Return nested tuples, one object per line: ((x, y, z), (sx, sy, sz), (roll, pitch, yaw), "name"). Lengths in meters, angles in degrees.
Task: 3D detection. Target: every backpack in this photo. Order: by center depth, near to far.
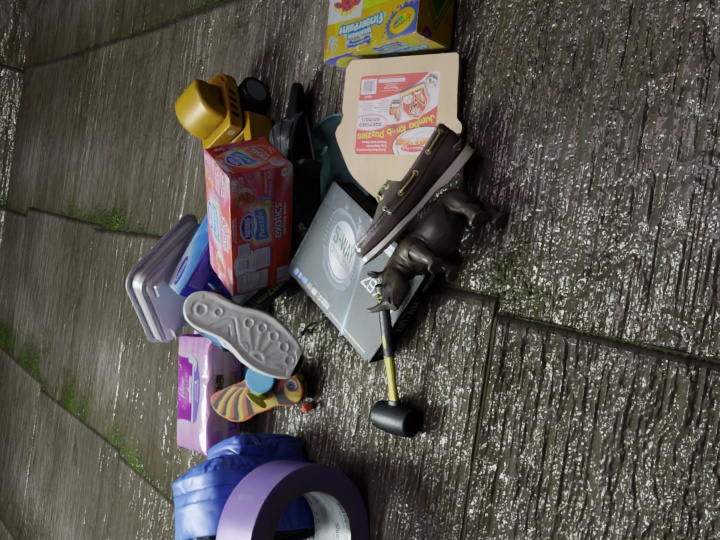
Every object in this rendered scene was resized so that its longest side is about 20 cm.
((-0.181, 0.335, 1.044), (0.162, 0.198, 0.170), (-36, 59, 41), "backpack")

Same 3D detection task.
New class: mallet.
((0.031, 0.118, 0.912), (0.065, 0.041, 0.203), (-6, 97, 47), "mallet")

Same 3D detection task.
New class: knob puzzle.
((0.054, -0.188, 0.956), (0.217, 0.030, 0.224), (-1, 89, 31), "knob puzzle")

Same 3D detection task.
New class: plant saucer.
((-0.036, -0.136, 1.067), (0.199, 0.036, 0.203), (-10, 77, 49), "plant saucer")

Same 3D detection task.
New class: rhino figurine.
((0.079, -0.020, 0.848), (0.200, 0.060, 0.087), (-46, 42, -4), "rhino figurine")

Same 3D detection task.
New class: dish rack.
((-0.300, 0.023, 1.161), (0.043, 0.172, 0.201), (26, 147, 19), "dish rack")

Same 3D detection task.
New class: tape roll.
((-0.087, 0.360, 0.931), (0.084, 0.198, 0.203), (-12, 76, 48), "tape roll")

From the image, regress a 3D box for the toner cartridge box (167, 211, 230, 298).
((-0.214, -0.044, 1.105), (0.043, 0.095, 0.202), (32, 92, 40), "toner cartridge box")

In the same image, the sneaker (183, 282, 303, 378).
((-0.172, 0.096, 1.058), (0.081, 0.198, 0.147), (-61, -1, -9), "sneaker")

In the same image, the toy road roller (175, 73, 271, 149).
((-0.247, -0.253, 1.244), (0.122, 0.145, 0.203), (-31, 62, 43), "toy road roller")

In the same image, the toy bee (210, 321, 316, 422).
((-0.130, 0.186, 1.079), (0.199, 0.131, 0.109), (-38, 81, 27), "toy bee")

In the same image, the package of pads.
((-0.258, 0.208, 1.182), (0.120, 0.075, 0.204), (-4, 85, 48), "package of pads")

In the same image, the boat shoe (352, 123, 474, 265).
((0.056, -0.095, 0.870), (0.059, 0.072, 0.200), (43, 89, -1), "boat shoe")

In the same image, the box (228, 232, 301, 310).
((-0.173, -0.045, 1.171), (0.157, 0.051, 0.201), (-42, 52, 14), "box")

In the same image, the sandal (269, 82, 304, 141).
((-0.126, -0.211, 1.152), (0.075, 0.044, 0.203), (75, -160, -79), "sandal")

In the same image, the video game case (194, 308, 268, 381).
((-0.235, 0.120, 1.256), (0.199, 0.045, 0.184), (-16, 73, 47), "video game case")

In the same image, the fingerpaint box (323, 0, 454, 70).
((0.042, -0.384, 0.982), (0.199, 0.073, 0.170), (2, 86, 50), "fingerpaint box")

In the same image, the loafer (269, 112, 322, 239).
((-0.090, -0.144, 1.052), (0.070, 0.068, 0.203), (-27, 67, 38), "loafer")

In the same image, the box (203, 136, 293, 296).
((-0.162, -0.078, 1.010), (0.095, 0.099, 0.202), (45, 141, 42), "box")

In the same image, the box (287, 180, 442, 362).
((0.000, 0.000, 0.968), (0.200, 0.043, 0.161), (47, 120, 27), "box")
